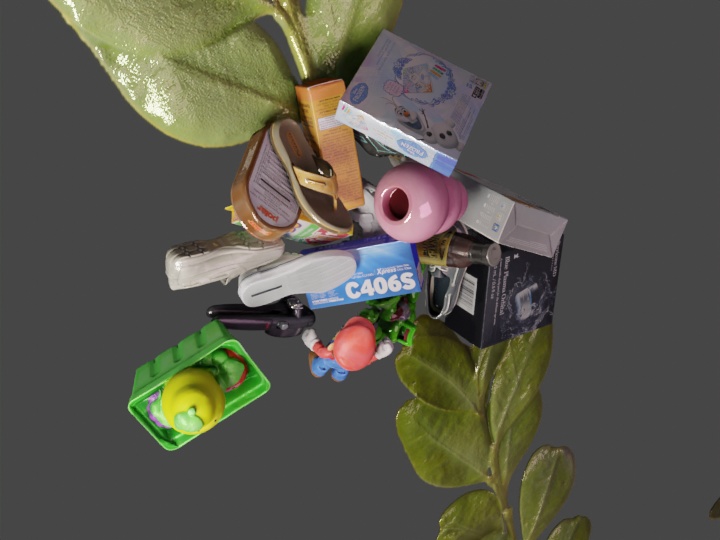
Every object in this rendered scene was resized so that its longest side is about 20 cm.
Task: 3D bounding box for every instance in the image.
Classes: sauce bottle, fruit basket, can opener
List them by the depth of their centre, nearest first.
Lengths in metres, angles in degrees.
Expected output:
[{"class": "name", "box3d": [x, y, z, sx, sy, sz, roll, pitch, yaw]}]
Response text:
[{"class": "fruit basket", "box3d": [-0.248, 0.195, 1.515, 0.215, 0.215, 0.157, -42, 132, -12]}, {"class": "can opener", "box3d": [-0.162, 0.081, 1.638, 0.197, 0.063, 0.080, 3, 111, -39]}, {"class": "sauce bottle", "box3d": [0.158, -0.039, 1.731, 0.065, 0.198, 0.068, -5, 98, -44]}]

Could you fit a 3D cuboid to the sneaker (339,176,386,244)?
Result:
[{"class": "sneaker", "box3d": [0.001, -0.075, 1.677, 0.115, 0.075, 0.200, -49, 135, -9]}]

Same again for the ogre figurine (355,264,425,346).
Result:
[{"class": "ogre figurine", "box3d": [0.057, 0.076, 1.777, 0.201, 0.096, 0.122, -68, 160, -54]}]

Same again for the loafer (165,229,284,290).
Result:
[{"class": "loafer", "box3d": [-0.212, -0.015, 1.552, 0.196, 0.070, 0.071, -10, 125, -26]}]

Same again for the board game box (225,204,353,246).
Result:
[{"class": "board game box", "box3d": [-0.114, -0.078, 1.577, 0.198, 0.095, 0.031, 18, 68, -40]}]

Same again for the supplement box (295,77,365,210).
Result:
[{"class": "supplement box", "box3d": [-0.047, -0.196, 1.552, 0.068, 0.066, 0.204, -18, 108, -19]}]

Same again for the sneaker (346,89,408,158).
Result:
[{"class": "sneaker", "box3d": [0.054, -0.215, 1.564, 0.075, 0.198, 0.080, -46, 163, -50]}]

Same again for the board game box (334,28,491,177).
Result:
[{"class": "board game box", "box3d": [0.084, -0.262, 1.522, 0.202, 0.196, 0.044, -62, 179, -40]}]

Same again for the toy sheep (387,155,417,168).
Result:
[{"class": "toy sheep", "box3d": [0.097, -0.226, 1.644, 0.136, 0.138, 0.202, 9, 121, -40]}]

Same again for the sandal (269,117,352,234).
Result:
[{"class": "sandal", "box3d": [-0.069, -0.146, 1.487, 0.080, 0.054, 0.203, -28, 91, -50]}]

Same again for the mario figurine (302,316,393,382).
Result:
[{"class": "mario figurine", "box3d": [-0.022, 0.125, 1.695, 0.122, 0.200, 0.108, -22, 80, -26]}]

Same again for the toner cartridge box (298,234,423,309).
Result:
[{"class": "toner cartridge box", "box3d": [0.000, 0.000, 1.646, 0.196, 0.043, 0.097, -10, 111, 14]}]

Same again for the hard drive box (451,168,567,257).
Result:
[{"class": "hard drive box", "box3d": [0.244, -0.106, 1.766, 0.154, 0.199, 0.078, 13, 105, -41]}]

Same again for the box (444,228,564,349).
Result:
[{"class": "box", "box3d": [0.278, 0.019, 1.915, 0.197, 0.117, 0.201, -16, 121, -32]}]

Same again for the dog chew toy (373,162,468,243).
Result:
[{"class": "dog chew toy", "box3d": [0.108, -0.112, 1.597, 0.199, 0.123, 0.127, -10, 120, -56]}]

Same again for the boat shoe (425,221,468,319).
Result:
[{"class": "boat shoe", "box3d": [0.157, -0.002, 1.830, 0.062, 0.072, 0.204, -41, 143, -54]}]

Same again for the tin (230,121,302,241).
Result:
[{"class": "tin", "box3d": [-0.130, -0.138, 1.488, 0.111, 0.042, 0.203, 34, 49, -25]}]

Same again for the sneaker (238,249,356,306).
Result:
[{"class": "sneaker", "box3d": [-0.106, -0.003, 1.601, 0.196, 0.071, 0.074, -13, 129, -8]}]
